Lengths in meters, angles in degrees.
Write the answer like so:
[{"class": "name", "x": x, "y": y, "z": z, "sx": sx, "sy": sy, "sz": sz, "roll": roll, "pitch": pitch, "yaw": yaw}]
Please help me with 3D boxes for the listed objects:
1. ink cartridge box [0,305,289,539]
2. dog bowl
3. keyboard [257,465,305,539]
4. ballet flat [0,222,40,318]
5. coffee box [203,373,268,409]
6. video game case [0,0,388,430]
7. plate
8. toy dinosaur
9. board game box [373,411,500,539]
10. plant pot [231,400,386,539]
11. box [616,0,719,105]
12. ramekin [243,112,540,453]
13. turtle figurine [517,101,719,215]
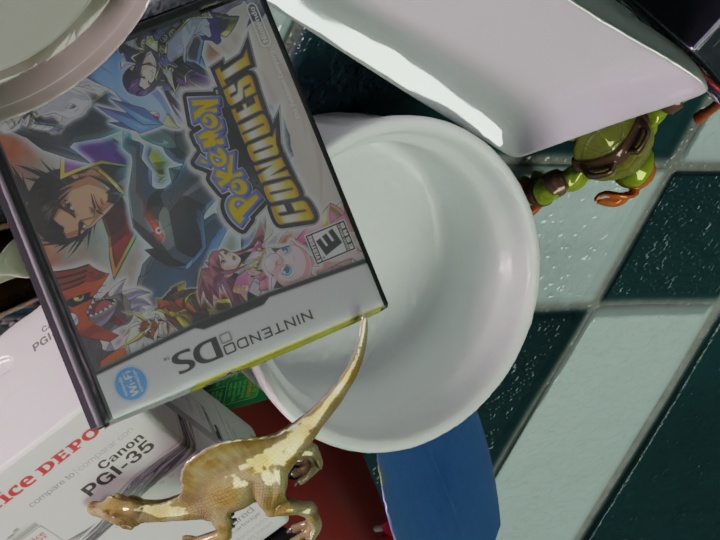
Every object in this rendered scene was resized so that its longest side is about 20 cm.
[{"class": "ink cartridge box", "x": -0.159, "y": 0.121, "z": 1.515, "sx": 0.146, "sy": 0.083, "sz": 0.200, "roll": -36, "pitch": 139, "yaw": 10}, {"class": "dog bowl", "x": -0.198, "y": -0.165, "z": 1.294, "sx": 0.199, "sy": 0.059, "sz": 0.201, "roll": -21, "pitch": 140, "yaw": -19}, {"class": "keyboard", "x": -0.094, "y": 0.152, "z": 1.609, "sx": 0.127, "sy": 0.199, "sz": 0.021, "roll": -54, "pitch": 135, "yaw": -12}, {"class": "ballet flat", "x": -0.232, "y": 0.007, "z": 1.441, "sx": 0.199, "sy": 0.068, "sz": 0.067, "roll": -24, "pitch": -176, "yaw": -26}, {"class": "coffee box", "x": -0.038, "y": 0.023, "z": 1.635, "sx": 0.199, "sy": 0.044, "sz": 0.123, "roll": -15, "pitch": 139, "yaw": -25}, {"class": "video game case", "x": -0.102, "y": -0.038, "z": 1.415, "sx": 0.180, "sy": 0.201, "sz": 0.025, "roll": -22, "pitch": 180, "yaw": -17}, {"class": "plate", "x": 0.066, "y": -0.138, "z": 1.411, "sx": 0.199, "sy": 0.199, "sz": 0.033, "roll": 30, "pitch": 69, "yaw": -22}, {"class": "toy dinosaur", "x": -0.054, "y": 0.113, "z": 1.450, "sx": 0.199, "sy": 0.058, "sz": 0.101, "roll": -32, "pitch": 143, "yaw": 10}, {"class": "board game box", "x": 0.035, "y": 0.138, "z": 1.655, "sx": 0.039, "sy": 0.200, "sz": 0.159, "roll": -13, "pitch": 113, "yaw": 22}, {"class": "plant pot", "x": -0.053, "y": 0.206, "z": 1.711, "sx": 0.199, "sy": 0.178, "sz": 0.201, "roll": -21, "pitch": 141, "yaw": -19}, {"class": "box", "x": 0.200, "y": -0.174, "z": 1.471, "sx": 0.104, "sy": 0.200, "sz": 0.182, "roll": -47, "pitch": 141, "yaw": 6}, {"class": "ramekin", "x": 0.000, "y": 0.000, "z": 1.538, "sx": 0.199, "sy": 0.098, "sz": 0.202, "roll": -7, "pitch": 106, "yaw": -27}, {"class": "turtle figurine", "x": 0.144, "y": -0.087, "z": 1.636, "sx": 0.199, "sy": 0.065, "sz": 0.161, "roll": -32, "pitch": 137, "yaw": 17}]
